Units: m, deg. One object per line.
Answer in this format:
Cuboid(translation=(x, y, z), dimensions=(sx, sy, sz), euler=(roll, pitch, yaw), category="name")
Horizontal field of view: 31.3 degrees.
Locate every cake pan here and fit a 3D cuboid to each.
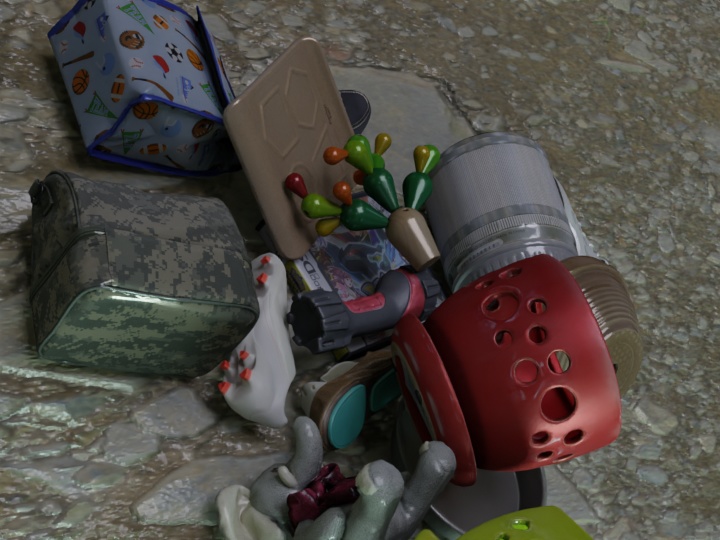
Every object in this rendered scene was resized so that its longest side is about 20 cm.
Cuboid(translation=(0.111, 0.205, 1.370), dimensions=(0.199, 0.037, 0.202), euler=(23, 45, -25), category="cake pan")

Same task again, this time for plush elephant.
Cuboid(translation=(-0.033, 0.209, 1.167), dimensions=(0.154, 0.201, 0.164), euler=(34, 22, 22), category="plush elephant")

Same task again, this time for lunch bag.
Cuboid(translation=(-0.204, -0.006, 1.196), dimensions=(0.199, 0.139, 0.169), euler=(10, 52, -36), category="lunch bag")
Cuboid(translation=(-0.207, -0.198, 1.373), dimensions=(0.199, 0.123, 0.171), euler=(14, 48, -51), category="lunch bag")

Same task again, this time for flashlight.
Cuboid(translation=(0.003, 0.035, 1.342), dimensions=(0.067, 0.069, 0.199), euler=(22, 18, 35), category="flashlight")

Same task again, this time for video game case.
Cuboid(translation=(0.000, 0.000, 1.454), dimensions=(0.199, 0.026, 0.182), euler=(-18, 70, -47), category="video game case")

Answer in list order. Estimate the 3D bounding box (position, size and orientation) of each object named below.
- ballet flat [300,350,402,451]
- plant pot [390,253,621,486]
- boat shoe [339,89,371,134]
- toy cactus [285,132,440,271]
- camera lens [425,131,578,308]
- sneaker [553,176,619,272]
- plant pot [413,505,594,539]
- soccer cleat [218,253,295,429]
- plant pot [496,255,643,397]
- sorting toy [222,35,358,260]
Cuboid(translation=(-0.016, 0.125, 1.306), dimensions=(0.072, 0.068, 0.200), euler=(12, 24, 24), category="ballet flat")
Cuboid(translation=(0.136, 0.106, 1.273), dimensions=(0.181, 0.201, 0.202), euler=(-21, 66, -6), category="plant pot")
Cuboid(translation=(-0.039, -0.182, 1.541), dimensions=(0.073, 0.063, 0.200), euler=(52, 41, 6), category="boat shoe")
Cuboid(translation=(0.023, -0.070, 1.397), dimensions=(0.199, 0.102, 0.166), euler=(-20, 72, -46), category="toy cactus")
Cuboid(translation=(0.166, -0.051, 1.533), dimensions=(0.159, 0.160, 0.201), euler=(11, 51, -34), category="camera lens")
Cuboid(translation=(0.276, -0.027, 1.690), dimensions=(0.115, 0.075, 0.202), euler=(15, 56, -43), category="sneaker")
Cuboid(translation=(0.126, 0.340, 1.113), dimensions=(0.180, 0.201, 0.200), euler=(4, 21, -30), category="plant pot")
Cuboid(translation=(-0.099, 0.070, 1.290), dimensions=(0.078, 0.069, 0.201), euler=(44, 33, -35), category="soccer cleat")
Cuboid(translation=(0.251, 0.094, 1.445), dimensions=(0.200, 0.203, 0.092), euler=(-1, 23, -41), category="plant pot")
Cuboid(translation=(-0.072, -0.136, 1.409), dimensions=(0.200, 0.036, 0.186), euler=(-52, 127, -49), category="sorting toy")
